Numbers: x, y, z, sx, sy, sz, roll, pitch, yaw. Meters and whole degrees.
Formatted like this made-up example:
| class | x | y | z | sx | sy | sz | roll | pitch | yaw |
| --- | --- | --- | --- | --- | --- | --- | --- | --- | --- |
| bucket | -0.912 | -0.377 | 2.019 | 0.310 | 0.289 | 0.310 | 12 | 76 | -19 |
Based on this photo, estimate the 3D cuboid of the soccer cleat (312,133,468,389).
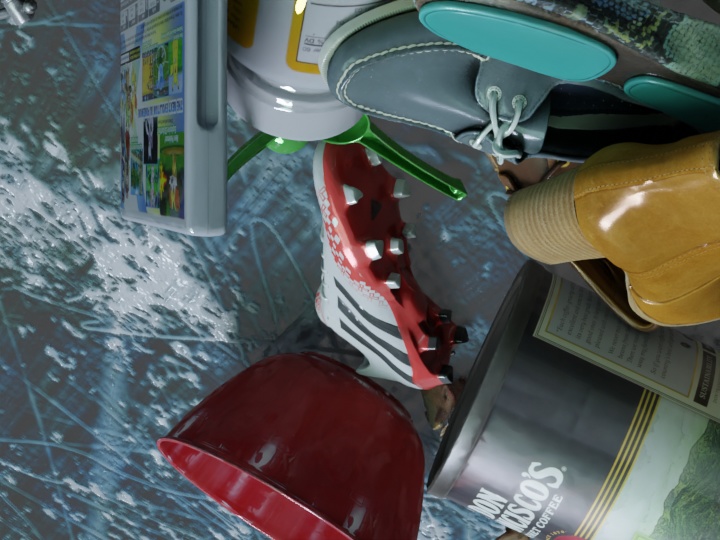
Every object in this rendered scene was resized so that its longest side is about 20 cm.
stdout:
| class | x | y | z | sx | sy | sz | roll | pitch | yaw |
| --- | --- | --- | --- | --- | --- | --- | --- | --- | --- |
| soccer cleat | 0.000 | 0.000 | 0.922 | 0.084 | 0.069 | 0.201 | -1 | 135 | 31 |

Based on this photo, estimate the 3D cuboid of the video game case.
| class | x | y | z | sx | sy | sz | roll | pitch | yaw |
| --- | --- | --- | --- | --- | --- | --- | --- | --- | --- |
| video game case | -0.096 | -0.114 | 0.738 | 0.022 | 0.185 | 0.200 | -1 | -176 | -18 |

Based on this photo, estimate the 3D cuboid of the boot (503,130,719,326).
| class | x | y | z | sx | sy | sz | roll | pitch | yaw |
| --- | --- | --- | --- | --- | --- | --- | --- | --- | --- |
| boot | 0.181 | -0.018 | 0.703 | 0.200 | 0.072 | 0.143 | 12 | 166 | -39 |

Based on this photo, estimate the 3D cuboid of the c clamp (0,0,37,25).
| class | x | y | z | sx | sy | sz | roll | pitch | yaw |
| --- | --- | --- | --- | --- | --- | --- | --- | --- | --- |
| c clamp | -0.237 | -0.229 | 0.867 | 0.169 | 0.027 | 0.201 | -1 | 132 | 35 |

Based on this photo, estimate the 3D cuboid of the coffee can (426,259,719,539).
| class | x | y | z | sx | sy | sz | roll | pitch | yaw |
| --- | --- | --- | --- | --- | --- | --- | --- | --- | --- |
| coffee can | 0.156 | 0.101 | 0.848 | 0.198 | 0.147 | 0.147 | 24 | 141 | 3 |

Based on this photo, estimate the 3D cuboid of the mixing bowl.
| class | x | y | z | sx | sy | sz | roll | pitch | yaw |
| --- | --- | --- | --- | --- | --- | --- | --- | --- | --- |
| mixing bowl | -0.030 | 0.127 | 1.022 | 0.199 | 0.109 | 0.200 | 28 | 162 | 10 |

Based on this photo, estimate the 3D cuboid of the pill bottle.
| class | x | y | z | sx | sy | sz | roll | pitch | yaw |
| --- | --- | --- | --- | --- | --- | --- | --- | --- | --- |
| pill bottle | -0.019 | -0.162 | 0.723 | 0.112 | 0.113 | 0.201 | 25 | 141 | 9 |

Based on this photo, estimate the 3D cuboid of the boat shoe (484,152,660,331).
| class | x | y | z | sx | sy | sz | roll | pitch | yaw |
| --- | --- | --- | --- | --- | --- | --- | --- | --- | --- |
| boat shoe | 0.113 | -0.050 | 0.789 | 0.200 | 0.068 | 0.072 | 46 | 140 | -17 |

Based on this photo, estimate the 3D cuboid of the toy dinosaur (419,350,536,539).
| class | x | y | z | sx | sy | sz | roll | pitch | yaw |
| --- | --- | --- | --- | --- | --- | --- | --- | --- | --- |
| toy dinosaur | 0.128 | 0.118 | 0.957 | 0.198 | 0.086 | 0.137 | -5 | 95 | 17 |

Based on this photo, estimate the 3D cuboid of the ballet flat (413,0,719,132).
| class | x | y | z | sx | sy | sz | roll | pitch | yaw |
| --- | --- | --- | --- | --- | --- | --- | --- | --- | --- |
| ballet flat | 0.119 | -0.112 | 0.662 | 0.198 | 0.075 | 0.074 | 18 | 145 | -18 |

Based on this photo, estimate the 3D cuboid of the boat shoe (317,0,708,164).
| class | x | y | z | sx | sy | sz | roll | pitch | yaw |
| --- | --- | --- | --- | --- | --- | --- | --- | --- | --- |
| boat shoe | 0.079 | -0.085 | 0.708 | 0.198 | 0.062 | 0.073 | 3 | 144 | -14 |

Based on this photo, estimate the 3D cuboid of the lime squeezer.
| class | x | y | z | sx | sy | sz | roll | pitch | yaw |
| --- | --- | --- | --- | --- | --- | --- | --- | --- | --- |
| lime squeezer | -0.025 | -0.067 | 0.819 | 0.038 | 0.199 | 0.071 | -17 | 82 | 45 |
